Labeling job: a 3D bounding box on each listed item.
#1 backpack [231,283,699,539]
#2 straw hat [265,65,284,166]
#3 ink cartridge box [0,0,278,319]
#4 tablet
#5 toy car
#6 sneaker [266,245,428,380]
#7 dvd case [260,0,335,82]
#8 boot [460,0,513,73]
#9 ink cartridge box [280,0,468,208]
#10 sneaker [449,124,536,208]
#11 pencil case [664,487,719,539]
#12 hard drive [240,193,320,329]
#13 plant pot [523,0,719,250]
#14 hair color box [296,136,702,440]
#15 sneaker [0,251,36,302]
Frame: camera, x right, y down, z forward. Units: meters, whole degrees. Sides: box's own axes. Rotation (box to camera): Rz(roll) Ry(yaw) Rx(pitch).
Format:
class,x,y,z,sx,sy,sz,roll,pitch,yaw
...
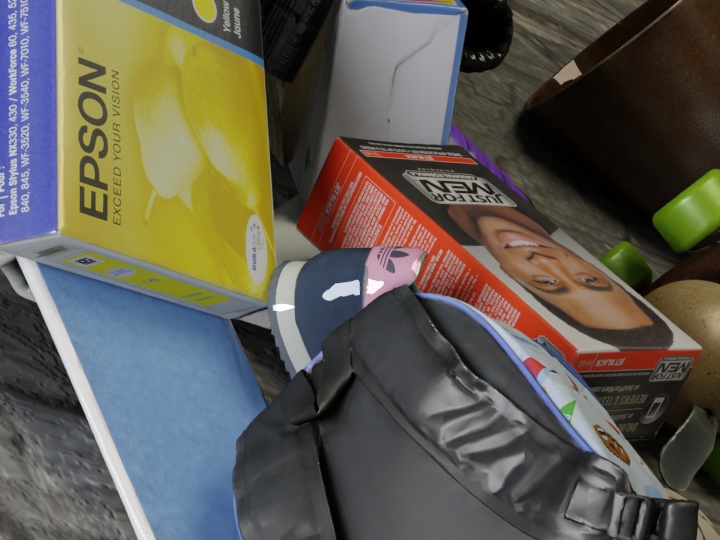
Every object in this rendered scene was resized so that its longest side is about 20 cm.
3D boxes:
class,x,y,z,sx,sy,sz,roll,pitch,yaw
backpack,0.043,0.110,0.989,0.191,0.200,0.154,58,13,29
straw hat,-0.104,-0.153,1.384,0.085,0.201,0.201,-10,36,-5
ink cartridge box,-0.119,-0.093,1.053,0.200,0.047,0.198,20,60,-50
tablet,-0.083,0.063,1.048,0.130,0.014,0.200,2,58,-56
toy car,0.190,0.059,1.371,0.164,0.158,0.200,51,33,4
sneaker,0.034,0.072,1.102,0.200,0.082,0.070,57,34,-29
dvd case,-0.097,-0.200,1.237,0.200,0.149,0.016,28,46,-3
boot,0.047,-0.169,1.561,0.158,0.080,0.211,0,4,39
ink cartridge box,0.001,-0.118,1.360,0.076,0.137,0.200,5,20,-12
sneaker,0.055,-0.055,1.485,0.200,0.070,0.099,51,18,20
pencil case,0.117,0.161,1.147,0.078,0.090,0.200,17,11,28
hard drive,0.000,0.000,1.278,0.132,0.026,0.200,18,19,13
plant pot,0.259,-0.104,1.764,0.200,0.187,0.187,52,22,-6
hair color box,0.068,0.008,1.181,0.101,0.061,0.200,0,34,-45
sneaker,-0.135,-0.014,1.130,0.200,0.075,0.087,10,61,-54
